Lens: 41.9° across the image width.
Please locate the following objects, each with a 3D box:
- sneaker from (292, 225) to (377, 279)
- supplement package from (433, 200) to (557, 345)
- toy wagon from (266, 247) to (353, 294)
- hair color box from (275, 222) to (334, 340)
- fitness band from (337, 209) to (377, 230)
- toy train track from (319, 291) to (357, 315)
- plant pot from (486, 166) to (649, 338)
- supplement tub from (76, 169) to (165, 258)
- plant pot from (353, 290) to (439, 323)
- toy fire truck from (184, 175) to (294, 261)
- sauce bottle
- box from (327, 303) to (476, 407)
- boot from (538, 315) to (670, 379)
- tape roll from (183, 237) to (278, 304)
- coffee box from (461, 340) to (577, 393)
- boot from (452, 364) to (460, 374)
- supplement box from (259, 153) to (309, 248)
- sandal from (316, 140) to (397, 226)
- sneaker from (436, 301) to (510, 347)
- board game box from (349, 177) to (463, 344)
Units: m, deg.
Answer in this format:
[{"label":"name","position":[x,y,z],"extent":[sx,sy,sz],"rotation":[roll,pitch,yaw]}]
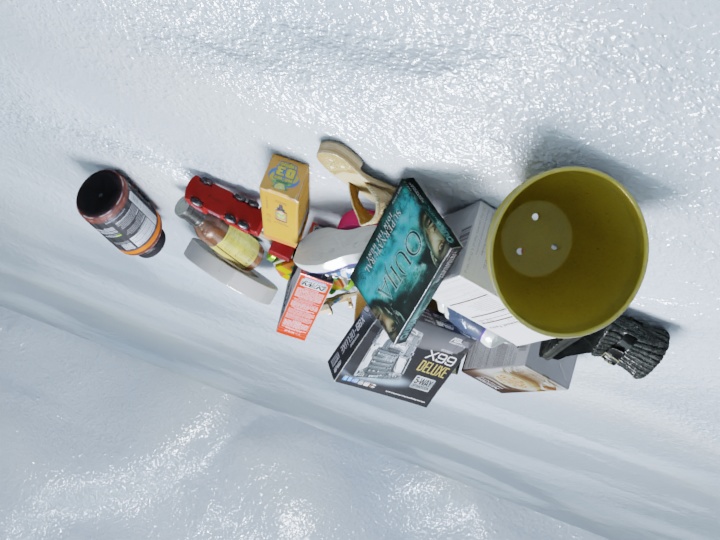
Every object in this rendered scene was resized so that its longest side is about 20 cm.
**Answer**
[{"label":"sneaker","position":[0.000,0.000,1.517],"extent":[0.197,0.082,0.147],"rotation":[-7,141,38]},{"label":"supplement package","position":[0.205,0.008,1.374],"extent":[0.198,0.123,0.119],"rotation":[28,157,-21]},{"label":"toy wagon","position":[-0.083,-0.006,1.760],"extent":[0.153,0.040,0.199],"rotation":[29,159,-24]},{"label":"hair color box","position":[-0.091,0.023,1.650],"extent":[0.063,0.113,0.201],"rotation":[17,144,-9]},{"label":"fitness band","position":[0.056,-0.040,1.532],"extent":[0.196,0.038,0.144],"rotation":[20,161,-1]},{"label":"toy train track","position":[-0.049,0.069,1.798],"extent":[0.112,0.033,0.200],"rotation":[-13,-178,10]},{"label":"plant pot","position":[0.240,-0.031,1.177],"extent":[0.197,0.203,0.142],"rotation":[23,-174,-9]},{"label":"supplement tub","position":[-0.446,-0.098,1.786],"extent":[0.105,0.109,0.201],"rotation":[12,159,22]},{"label":"plant pot","position":[0.095,0.082,1.648],"extent":[0.195,0.191,0.187],"rotation":[5,163,-8]},{"label":"toy fire truck","position":[-0.205,-0.090,1.638],"extent":[0.197,0.050,0.141],"rotation":[25,170,4]},{"label":"sauce bottle","position":[-0.260,-0.071,1.734],"extent":[0.065,0.067,0.200],"rotation":[4,154,38]},{"label":"box","position":[0.068,0.132,1.541],"extent":[0.197,0.159,0.050],"rotation":[20,-153,-31]},{"label":"boot","position":[0.395,0.123,1.552],"extent":[0.155,0.081,0.211],"rotation":[23,160,-7]},{"label":"tape roll","position":[-0.253,0.001,1.847],"extent":[0.200,0.037,0.203],"rotation":[32,-177,-2]},{"label":"coffee box","position":[0.299,0.173,1.784],"extent":[0.113,0.081,0.199],"rotation":[29,159,-22]},{"label":"boot","position":[0.104,0.134,1.896],"extent":[0.196,0.074,0.183],"rotation":[6,143,21]},{"label":"supplement box","position":[-0.118,-0.106,1.491],"extent":[0.065,0.070,0.200],"rotation":[19,162,2]},{"label":"sandal","position":[0.006,-0.101,1.367],"extent":[0.077,0.071,0.211],"rotation":[-1,151,46]},{"label":"sneaker","position":[0.196,0.051,1.544],"extent":[0.146,0.081,0.199],"rotation":[39,-159,20]},{"label":"board game box","position":[0.061,-0.011,1.343],"extent":[0.028,0.136,0.202],"rotation":[-9,142,-37]}]
